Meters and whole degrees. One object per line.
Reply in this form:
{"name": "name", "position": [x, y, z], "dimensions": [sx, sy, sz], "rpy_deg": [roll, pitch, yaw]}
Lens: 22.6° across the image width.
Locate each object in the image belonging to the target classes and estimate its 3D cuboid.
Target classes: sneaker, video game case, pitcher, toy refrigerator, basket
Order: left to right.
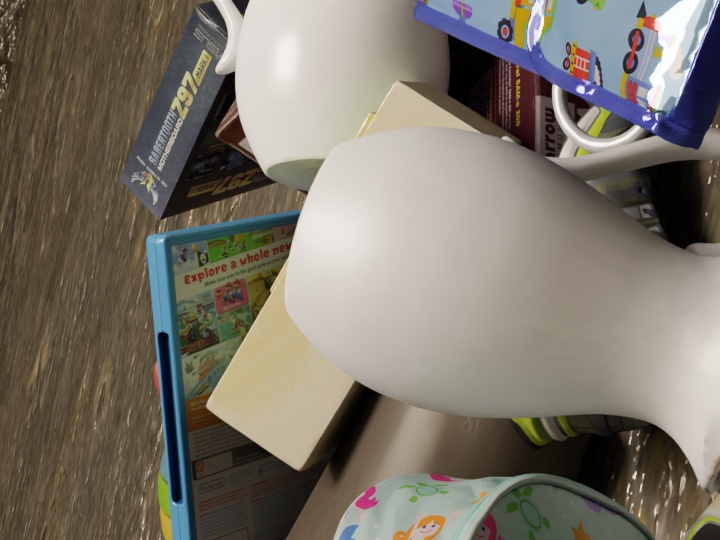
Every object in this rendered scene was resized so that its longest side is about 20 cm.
{"name": "video game case", "position": [-0.059, 0.071, 1.031], "dimensions": [0.018, 0.143, 0.200], "rpy_deg": [2, 99, 40]}
{"name": "pitcher", "position": [-0.032, -0.149, 1.041], "dimensions": [0.121, 0.171, 0.200], "rpy_deg": [40, -129, -70]}
{"name": "toy refrigerator", "position": [0.000, 0.000, 0.952], "dimensions": [0.200, 0.070, 0.076], "rpy_deg": [-59, -10, 12]}
{"name": "basket", "position": [0.036, 0.140, 0.967], "dimensions": [0.180, 0.136, 0.200], "rpy_deg": [42, 114, 53]}
{"name": "pitcher", "position": [0.083, -0.009, 0.799], "dimensions": [0.121, 0.200, 0.172], "rpy_deg": [90, -161, -56]}
{"name": "sneaker", "position": [0.135, -0.002, 0.890], "dimensions": [0.081, 0.074, 0.200], "rpy_deg": [3, 63, 28]}

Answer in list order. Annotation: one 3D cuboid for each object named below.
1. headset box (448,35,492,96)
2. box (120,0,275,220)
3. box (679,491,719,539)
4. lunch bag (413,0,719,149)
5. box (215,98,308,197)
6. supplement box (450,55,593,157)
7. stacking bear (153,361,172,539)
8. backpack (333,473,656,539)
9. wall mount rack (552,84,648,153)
{"name": "headset box", "position": [0.093, -0.218, 1.085], "dimensions": [0.149, 0.075, 0.200], "rpy_deg": [145, 132, -60]}
{"name": "box", "position": [-0.060, -0.127, 1.266], "dimensions": [0.051, 0.200, 0.158], "rpy_deg": [45, 130, 22]}
{"name": "box", "position": [0.160, 0.165, 0.770], "dimensions": [0.110, 0.035, 0.200], "rpy_deg": [-102, 32, -45]}
{"name": "lunch bag", "position": [0.121, -0.143, 0.748], "dimensions": [0.200, 0.094, 0.151], "rpy_deg": [42, 117, 60]}
{"name": "box", "position": [0.001, -0.145, 1.151], "dimensions": [0.200, 0.100, 0.075], "rpy_deg": [-61, 13, -23]}
{"name": "supplement box", "position": [0.078, -0.050, 1.053], "dimensions": [0.200, 0.061, 0.109], "rpy_deg": [139, 138, -58]}
{"name": "stacking bear", "position": [-0.098, 0.177, 1.315], "dimensions": [0.114, 0.121, 0.200], "rpy_deg": [-123, 39, -70]}
{"name": "backpack", "position": [0.060, 0.181, 0.732], "dimensions": [0.151, 0.178, 0.200], "rpy_deg": [-12, 61, 42]}
{"name": "wall mount rack", "position": [0.135, -0.159, 0.890], "dimensions": [0.174, 0.075, 0.200], "rpy_deg": [23, 102, 40]}
